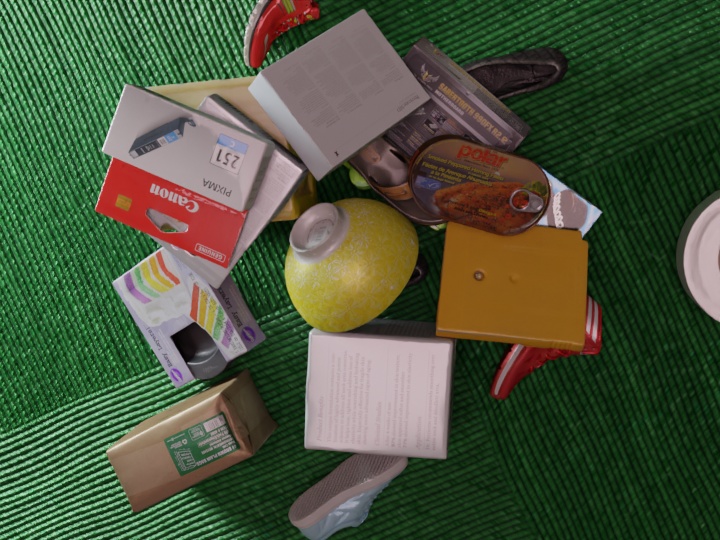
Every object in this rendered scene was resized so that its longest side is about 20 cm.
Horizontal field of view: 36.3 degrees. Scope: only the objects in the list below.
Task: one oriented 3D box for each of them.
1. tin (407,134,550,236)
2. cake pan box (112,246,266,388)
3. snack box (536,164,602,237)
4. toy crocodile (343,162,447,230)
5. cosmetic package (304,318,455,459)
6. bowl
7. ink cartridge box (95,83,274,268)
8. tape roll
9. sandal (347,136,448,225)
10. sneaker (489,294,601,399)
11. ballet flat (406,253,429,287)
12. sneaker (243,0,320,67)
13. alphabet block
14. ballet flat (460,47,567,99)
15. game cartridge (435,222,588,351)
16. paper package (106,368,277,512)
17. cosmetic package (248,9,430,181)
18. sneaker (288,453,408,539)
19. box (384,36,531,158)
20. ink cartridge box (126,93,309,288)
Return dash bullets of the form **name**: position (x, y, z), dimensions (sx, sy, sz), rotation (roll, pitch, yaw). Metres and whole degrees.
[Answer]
- **tin**: position (0.159, -0.116, 1.481), dimensions (0.199, 0.042, 0.112), rotation (16, 113, -14)
- **cake pan box**: position (-0.250, 0.060, 1.603), dimensions (0.184, 0.052, 0.201), rotation (-27, 95, 42)
- **snack box**: position (0.238, -0.038, 1.573), dimensions (0.116, 0.037, 0.200), rotation (36, 100, 3)
- **toy crocodile**: position (0.044, -0.123, 1.575), dimensions (0.200, 0.068, 0.062), rotation (35, 93, 2)
- **cosmetic package**: position (0.032, 0.160, 1.559), dimensions (0.199, 0.166, 0.168), rotation (4, 97, 6)
- **bowl**: position (-0.033, -0.028, 1.476), dimensions (0.200, 0.200, 0.108), rotation (-38, 130, 10)
- **ink cartridge box**: position (-0.231, -0.117, 1.391), dimensions (0.199, 0.045, 0.177), rotation (23, 101, 6)
- **tape roll**: position (0.542, -0.020, 1.518), dimensions (0.201, 0.071, 0.203), rotation (1, 97, 8)
- **sandal**: position (0.053, -0.135, 1.513), dimensions (0.200, 0.055, 0.082), rotation (42, 88, -1)
- **sneaker**: position (0.275, 0.118, 1.567), dimensions (0.115, 0.078, 0.200), rotation (31, 101, 5)
- **ballet flat**: position (0.000, 0.000, 1.600), dimensions (0.199, 0.057, 0.067), rotation (-7, 95, 8)
- **sneaker**: position (-0.101, -0.372, 1.565), dimensions (0.085, 0.077, 0.200), rotation (30, 100, -2)
- **alphabet block**: position (-0.178, -0.165, 1.538), dimensions (0.199, 0.195, 0.197), rotation (-4, 98, 7)
- **ballet flat**: position (0.189, -0.267, 1.530), dimensions (0.199, 0.057, 0.067), rotation (-15, 99, 21)
- **game cartridge**: position (0.209, 0.018, 1.504), dimensions (0.199, 0.032, 0.177), rotation (7, 64, 3)
- **paper package**: position (-0.241, 0.244, 1.592), dimensions (0.199, 0.191, 0.104), rotation (-27, 93, 8)
- **cosmetic package**: position (-0.025, -0.231, 1.432), dimensions (0.200, 0.052, 0.151), rotation (-38, 90, -33)
- **sneaker**: position (-0.007, 0.335, 1.643), dimensions (0.200, 0.074, 0.082), rotation (-31, 121, 5)
- **box**: position (0.111, -0.201, 1.535), dimensions (0.200, 0.048, 0.159), rotation (39, 123, -1)
- **ink cartridge box**: position (-0.186, -0.103, 1.433), dimensions (0.160, 0.047, 0.200), rotation (38, 105, 2)
